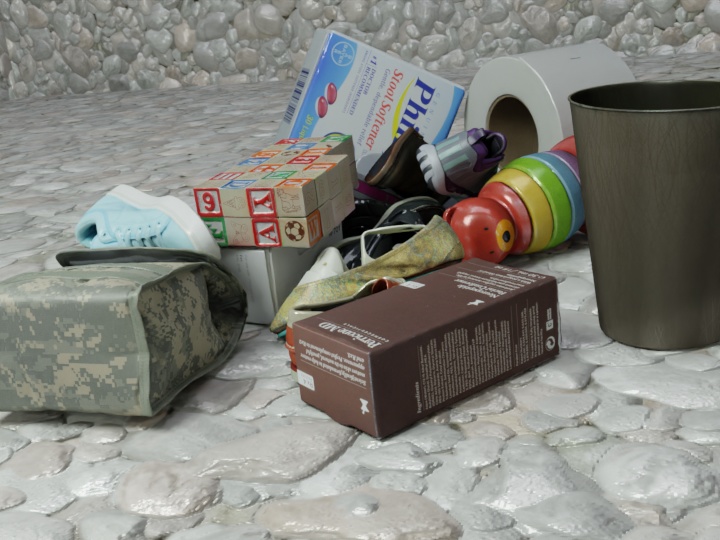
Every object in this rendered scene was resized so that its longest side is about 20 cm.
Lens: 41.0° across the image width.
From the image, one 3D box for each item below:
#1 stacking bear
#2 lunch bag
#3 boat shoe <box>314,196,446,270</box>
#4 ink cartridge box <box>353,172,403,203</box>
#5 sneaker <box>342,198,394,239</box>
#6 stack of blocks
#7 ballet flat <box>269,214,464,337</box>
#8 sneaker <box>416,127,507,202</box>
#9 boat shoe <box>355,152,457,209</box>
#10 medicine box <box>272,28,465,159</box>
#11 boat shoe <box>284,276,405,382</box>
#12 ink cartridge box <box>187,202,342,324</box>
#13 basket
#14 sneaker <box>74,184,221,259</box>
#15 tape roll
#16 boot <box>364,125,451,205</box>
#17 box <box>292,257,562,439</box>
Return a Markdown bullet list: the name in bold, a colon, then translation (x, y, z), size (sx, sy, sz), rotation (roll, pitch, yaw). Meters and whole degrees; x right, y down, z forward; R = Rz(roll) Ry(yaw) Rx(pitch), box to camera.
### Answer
- **stacking bear**: translation (0.176, -0.064, 1.050), size (0.199, 0.122, 0.114), rotation (-25, 26, -28)
- **lunch bag**: translation (-0.206, 0.041, 0.824), size (0.163, 0.118, 0.200), rotation (-1, 12, 17)
- **boat shoe**: translation (0.041, -0.024, 1.013), size (0.066, 0.075, 0.199), rotation (13, 26, 41)
- **ink cartridge box**: translation (0.011, -0.082, 1.169), size (0.199, 0.037, 0.094), rotation (18, -11, -42)
- **sneaker**: translation (-0.025, -0.050, 1.120), size (0.199, 0.074, 0.082), rotation (-1, 13, 9)
- **stack of blocks**: translation (-0.066, -0.084, 0.972), size (0.115, 0.059, 0.200), rotation (1, 21, 21)
- **ballet flat**: translation (0.000, 0.000, 0.907), size (0.199, 0.071, 0.071), rotation (-21, 20, -9)
- **sneaker**: translation (0.140, -0.118, 1.096), size (0.087, 0.075, 0.200), rotation (-26, -10, 23)
- **boat shoe**: translation (0.078, -0.109, 1.230), size (0.199, 0.069, 0.057), rotation (11, -11, -16)
- **medicine box**: translation (0.007, -0.196, 1.273), size (0.199, 0.183, 0.103), rotation (19, 9, -18)
- **boat shoe**: translation (0.018, 0.039, 0.841), size (0.199, 0.063, 0.071), rotation (-18, 19, -37)
- **ink cartridge box**: translation (-0.136, -0.013, 1.015), size (0.199, 0.086, 0.146), rotation (6, 22, 29)
- **basket**: translation (0.253, -0.047, 0.800), size (0.135, 0.201, 0.180), rotation (-13, 18, -18)
- **sneaker**: translation (-0.206, -0.024, 0.908), size (0.082, 0.074, 0.200), rotation (-44, 32, -22)
- **tape roll**: translation (0.245, -0.180, 1.228), size (0.139, 0.204, 0.202), rotation (-14, 19, -27)
- **boot**: translation (0.068, -0.108, 1.101), size (0.075, 0.097, 0.200), rotation (-47, 3, 21)
- **box**: translation (0.055, 0.054, 0.763), size (0.199, 0.075, 0.100), rotation (-21, 23, -34)
